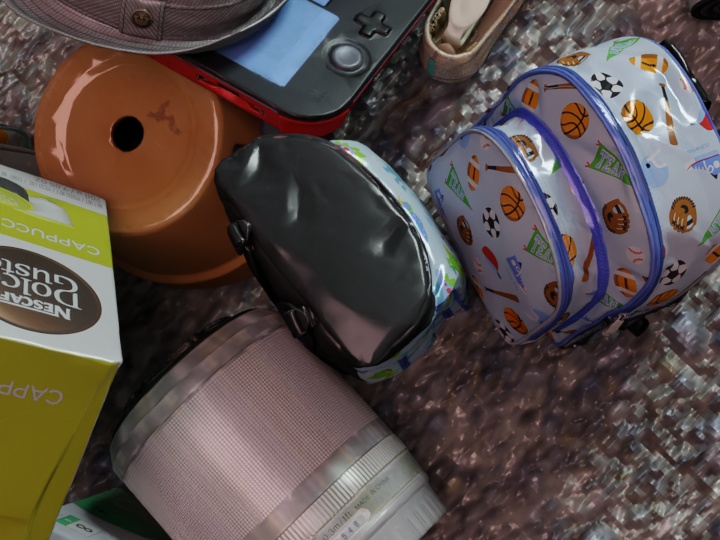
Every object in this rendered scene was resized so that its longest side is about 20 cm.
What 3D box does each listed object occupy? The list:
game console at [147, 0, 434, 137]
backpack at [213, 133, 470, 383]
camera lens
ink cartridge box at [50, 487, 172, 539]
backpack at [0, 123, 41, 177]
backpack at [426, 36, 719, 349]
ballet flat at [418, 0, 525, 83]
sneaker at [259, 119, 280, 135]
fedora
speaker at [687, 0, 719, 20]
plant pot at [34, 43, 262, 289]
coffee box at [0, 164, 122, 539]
[{"bbox_3d":[-0.064,-0.188,0.766,0.199,0.031,0.177,30,63,9],"label":"game console"},{"bbox_3d":[0.000,0.000,0.761,0.153,0.200,0.163,-34,71,-14],"label":"backpack"},{"bbox_3d":[-0.060,0.139,0.790,0.160,0.160,0.200,-45,80,7],"label":"camera lens"},{"bbox_3d":[-0.123,0.220,0.800,0.199,0.161,0.050,22,89,10],"label":"ink cartridge box"},{"bbox_3d":[-0.320,-0.017,0.844,0.152,0.176,0.202,14,94,24],"label":"backpack"},{"bbox_3d":[0.142,-0.051,0.728,0.153,0.190,0.201,-27,82,-28],"label":"backpack"},{"bbox_3d":[0.105,-0.224,0.816,0.068,0.067,0.201,29,94,11],"label":"ballet flat"},{"bbox_3d":[-0.026,-0.166,0.820,0.082,0.070,0.200,29,64,14],"label":"sneaker"},{"bbox_3d":[-0.131,-0.222,0.708,0.198,0.091,0.178,17,55,1],"label":"fedora"},{"bbox_3d":[0.248,-0.279,0.781,0.081,0.081,0.202,-8,86,12],"label":"speaker"},{"bbox_3d":[-0.142,-0.089,0.828,0.198,0.140,0.202,-1,87,13],"label":"plant pot"},{"bbox_3d":[-0.268,0.056,0.672,0.198,0.198,0.201,17,114,-23],"label":"coffee box"}]
